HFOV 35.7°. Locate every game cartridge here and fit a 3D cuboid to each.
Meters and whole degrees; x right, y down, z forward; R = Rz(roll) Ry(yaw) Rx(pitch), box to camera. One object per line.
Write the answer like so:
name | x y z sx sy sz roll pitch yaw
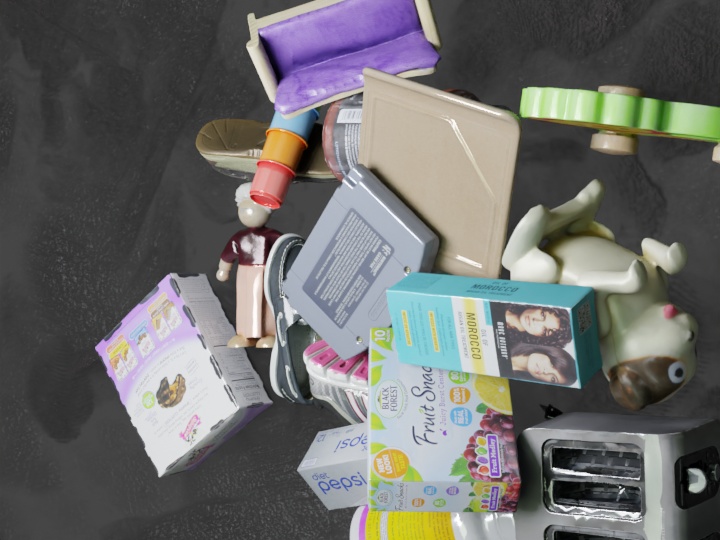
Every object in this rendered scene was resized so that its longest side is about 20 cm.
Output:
game cartridge | 0.000 0.000 1.183 0.133 0.042 0.200 43 131 10

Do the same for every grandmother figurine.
grandmother figurine | -0.123 -0.008 1.359 0.121 0.061 0.201 -2 92 12

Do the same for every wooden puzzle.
wooden puzzle | 0.075 -0.093 1.121 0.185 0.037 0.200 24 128 32

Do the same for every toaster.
toaster | 0.245 0.229 1.080 0.200 0.119 0.181 -1 89 34

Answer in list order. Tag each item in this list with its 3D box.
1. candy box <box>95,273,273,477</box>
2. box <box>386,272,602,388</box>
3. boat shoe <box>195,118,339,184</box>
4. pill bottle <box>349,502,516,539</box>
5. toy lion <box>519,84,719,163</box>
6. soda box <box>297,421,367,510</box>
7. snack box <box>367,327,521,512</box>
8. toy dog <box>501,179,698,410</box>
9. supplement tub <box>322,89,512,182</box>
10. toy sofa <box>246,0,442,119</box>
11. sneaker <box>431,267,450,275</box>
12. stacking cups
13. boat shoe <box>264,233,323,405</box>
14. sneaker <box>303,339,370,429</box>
candy box | -0.227 0.132 1.423 0.168 0.071 0.200 -40 69 27
box | 0.123 0.054 1.054 0.200 0.049 0.082 4 115 37
boat shoe | -0.096 -0.138 1.336 0.200 0.065 0.073 12 66 17
pill bottle | 0.094 0.277 1.190 0.200 0.104 0.105 -21 79 33
toy lion | 0.255 -0.140 1.022 0.200 0.192 0.069 11 97 33
soda box | 0.032 0.204 1.203 0.200 0.063 0.068 -17 118 38
snack box | 0.078 0.143 1.104 0.142 0.200 0.053 -1 131 1
toy dog | 0.234 0.042 1.076 0.200 0.139 0.194 44 126 25
supplement tub | 0.066 -0.141 1.202 0.200 0.107 0.107 5 94 33
toy sofa | -0.017 -0.248 1.204 0.200 0.083 0.098 -17 47 6
sneaker | 0.025 -0.020 1.247 0.200 0.078 0.140 -29 76 30
stacking cups | -0.075 -0.166 1.282 0.060 0.060 0.200 8 74 33
boat shoe | -0.068 0.058 1.309 0.060 0.075 0.201 13 110 57
sneaker | 0.026 0.147 1.256 0.200 0.074 0.088 19 129 17
